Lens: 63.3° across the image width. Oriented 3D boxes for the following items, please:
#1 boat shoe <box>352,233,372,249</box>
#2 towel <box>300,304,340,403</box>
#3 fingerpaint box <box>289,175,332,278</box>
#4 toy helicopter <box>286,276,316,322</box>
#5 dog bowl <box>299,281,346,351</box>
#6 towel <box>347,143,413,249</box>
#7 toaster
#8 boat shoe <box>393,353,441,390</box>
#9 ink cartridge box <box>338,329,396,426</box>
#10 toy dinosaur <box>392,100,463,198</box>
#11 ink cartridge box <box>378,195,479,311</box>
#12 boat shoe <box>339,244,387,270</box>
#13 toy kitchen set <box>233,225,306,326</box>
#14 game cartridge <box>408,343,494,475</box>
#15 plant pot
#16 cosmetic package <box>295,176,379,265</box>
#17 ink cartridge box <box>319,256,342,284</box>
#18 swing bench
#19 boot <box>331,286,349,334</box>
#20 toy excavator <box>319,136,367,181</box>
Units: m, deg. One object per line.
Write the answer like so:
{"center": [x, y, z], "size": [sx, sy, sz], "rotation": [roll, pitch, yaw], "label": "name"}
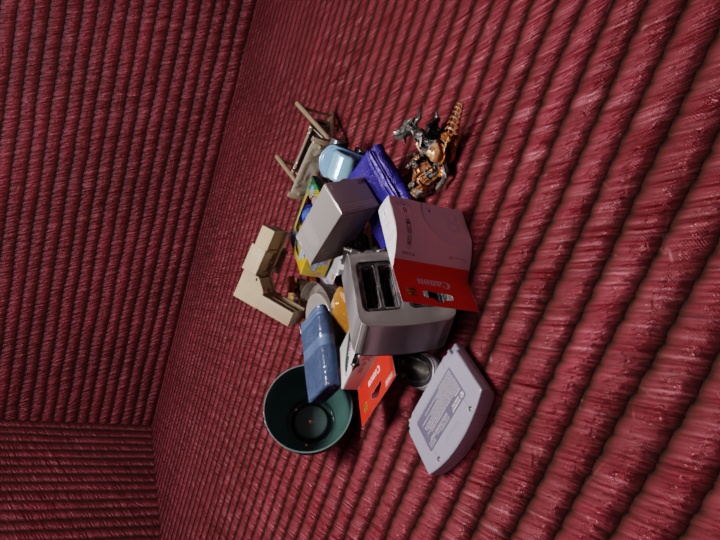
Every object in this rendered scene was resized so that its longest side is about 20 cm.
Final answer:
{"center": [-0.001, 0.001, 1.351], "size": [0.074, 0.063, 0.203], "rotation": [-42, 47, 45], "label": "boat shoe"}
{"center": [-0.087, 0.185, 1.298], "size": [0.112, 0.048, 0.201], "rotation": [-48, 42, 45], "label": "towel"}
{"center": [-0.110, -0.112, 1.495], "size": [0.201, 0.073, 0.167], "rotation": [-65, 30, 31], "label": "fingerpaint box"}
{"center": [-0.182, 0.086, 1.689], "size": [0.200, 0.078, 0.134], "rotation": [166, 103, -73], "label": "toy helicopter"}
{"center": [-0.085, 0.125, 1.430], "size": [0.200, 0.058, 0.202], "rotation": [16, 109, 59], "label": "dog bowl"}
{"center": [0.043, -0.149, 1.244], "size": [0.148, 0.049, 0.201], "rotation": [-44, 68, 48], "label": "towel"}
{"center": [0.063, 0.058, 1.048], "size": [0.119, 0.179, 0.201], "rotation": [98, 166, -55], "label": "toaster"}
{"center": [0.083, 0.188, 1.121], "size": [0.200, 0.056, 0.069], "rotation": [-4, 77, 63], "label": "boat shoe"}
{"center": [0.007, 0.183, 1.156], "size": [0.201, 0.043, 0.175], "rotation": [115, 157, -44], "label": "ink cartridge box"}
{"center": [0.147, -0.238, 1.138], "size": [0.200, 0.102, 0.136], "rotation": [-44, 56, 24], "label": "toy dinosaur"}
{"center": [0.125, -0.031, 1.001], "size": [0.047, 0.159, 0.201], "rotation": [-54, 37, 42], "label": "ink cartridge box"}
{"center": [0.033, -0.023, 1.240], "size": [0.199, 0.073, 0.061], "rotation": [6, 91, 49], "label": "boat shoe"}
{"center": [-0.193, 0.009, 1.545], "size": [0.179, 0.163, 0.201], "rotation": [27, 100, 16], "label": "toy kitchen set"}
{"center": [0.152, 0.243, 0.993], "size": [0.201, 0.041, 0.133], "rotation": [-66, 26, 27], "label": "game cartridge"}
{"center": [-0.117, 0.335, 1.349], "size": [0.135, 0.198, 0.202], "rotation": [92, 173, -60], "label": "plant pot"}
{"center": [-0.054, -0.107, 1.273], "size": [0.091, 0.106, 0.200], "rotation": [62, 146, 16], "label": "cosmetic package"}
{"center": [-0.066, -0.072, 1.524], "size": [0.200, 0.040, 0.201], "rotation": [48, 125, 58], "label": "ink cartridge box"}
{"center": [-0.139, -0.335, 1.670], "size": [0.200, 0.129, 0.201], "rotation": [-59, 39, 35], "label": "swing bench"}
{"center": [0.005, 0.068, 1.250], "size": [0.144, 0.071, 0.202], "rotation": [35, 123, 30], "label": "boot"}
{"center": [-0.013, -0.230, 1.390], "size": [0.200, 0.193, 0.101], "rotation": [-71, 2, -69], "label": "toy excavator"}
